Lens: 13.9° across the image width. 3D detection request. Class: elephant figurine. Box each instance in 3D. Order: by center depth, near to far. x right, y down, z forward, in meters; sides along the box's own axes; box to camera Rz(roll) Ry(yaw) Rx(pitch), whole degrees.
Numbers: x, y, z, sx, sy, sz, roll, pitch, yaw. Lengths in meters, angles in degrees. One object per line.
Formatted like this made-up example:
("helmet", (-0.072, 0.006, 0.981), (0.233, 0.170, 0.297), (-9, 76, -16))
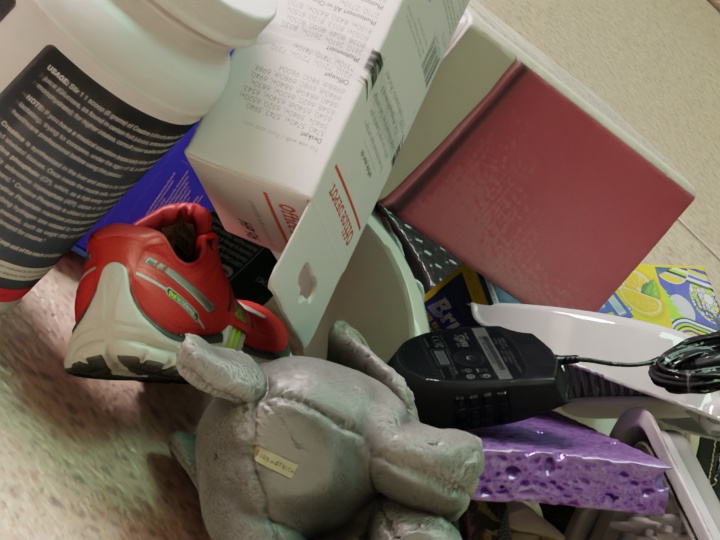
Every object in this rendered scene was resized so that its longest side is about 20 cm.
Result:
("elephant figurine", (-0.021, 0.098, 1.367), (0.141, 0.155, 0.200), (4, 6, -5))

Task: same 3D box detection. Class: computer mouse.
("computer mouse", (0.107, 0.053, 1.431), (0.200, 0.034, 0.059), (-2, 28, -12))

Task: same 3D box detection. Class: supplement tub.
("supplement tub", (-0.148, -0.088, 1.314), (0.140, 0.200, 0.140), (41, 18, -16))

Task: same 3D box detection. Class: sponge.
("sponge", (0.060, 0.085, 1.487), (0.112, 0.030, 0.200), (5, 7, -25))

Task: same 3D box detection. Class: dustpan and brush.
("dustpan and brush", (0.162, 0.064, 1.498), (0.140, 0.200, 0.057), (29, 69, -46))

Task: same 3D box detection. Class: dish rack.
("dish rack", (0.148, 0.183, 1.449), (0.044, 0.172, 0.200), (8, 32, -21))

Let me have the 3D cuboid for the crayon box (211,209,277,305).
("crayon box", (-0.114, -0.079, 1.629), (0.126, 0.052, 0.200), (29, 25, -44))

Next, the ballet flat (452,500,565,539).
("ballet flat", (0.071, 0.155, 1.486), (0.071, 0.069, 0.200), (1, 27, -5))

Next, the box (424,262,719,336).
("box", (0.128, 0.038, 1.736), (0.200, 0.064, 0.070), (1, 60, -41))

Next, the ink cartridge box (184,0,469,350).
("ink cartridge box", (-0.021, -0.076, 1.384), (0.068, 0.200, 0.116), (21, -14, 14))

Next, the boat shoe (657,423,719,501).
("boat shoe", (0.190, 0.111, 1.705), (0.199, 0.066, 0.075), (97, -23, -55))

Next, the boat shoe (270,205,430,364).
("boat shoe", (-0.001, 0.000, 1.520), (0.072, 0.070, 0.201), (27, 24, -43))

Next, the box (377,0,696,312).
("box", (0.061, -0.074, 1.583), (0.200, 0.109, 0.128), (34, 11, -38))

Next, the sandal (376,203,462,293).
("sandal", (0.045, 0.014, 1.775), (0.075, 0.048, 0.200), (0, 52, -45))

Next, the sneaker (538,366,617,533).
("sneaker", (0.141, 0.112, 1.654), (0.073, 0.085, 0.200), (13, -42, 53))

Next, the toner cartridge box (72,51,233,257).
("toner cartridge box", (-0.088, -0.095, 1.470), (0.095, 0.200, 0.043), (32, 5, -39))

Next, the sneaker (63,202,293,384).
("sneaker", (-0.078, 0.011, 1.394), (0.200, 0.077, 0.085), (13, 79, -76))
